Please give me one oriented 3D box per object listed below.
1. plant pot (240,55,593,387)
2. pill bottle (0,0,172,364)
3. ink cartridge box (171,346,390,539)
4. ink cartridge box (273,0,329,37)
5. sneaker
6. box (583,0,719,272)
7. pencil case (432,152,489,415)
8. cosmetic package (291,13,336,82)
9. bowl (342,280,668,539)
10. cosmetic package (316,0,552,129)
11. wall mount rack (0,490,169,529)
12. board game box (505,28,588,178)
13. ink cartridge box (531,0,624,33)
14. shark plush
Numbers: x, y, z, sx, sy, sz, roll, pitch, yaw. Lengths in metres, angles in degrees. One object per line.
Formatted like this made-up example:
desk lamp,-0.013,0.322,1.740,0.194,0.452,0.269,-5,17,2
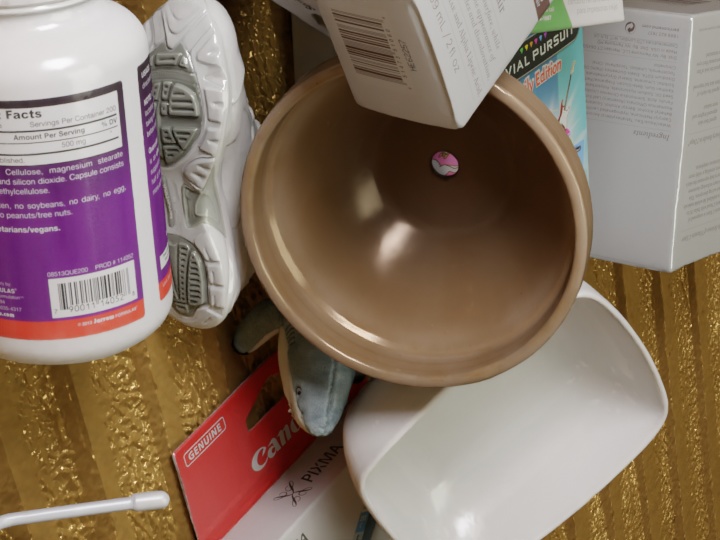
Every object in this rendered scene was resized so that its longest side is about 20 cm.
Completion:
plant pot,0.039,-0.043,1.142,0.093,0.199,0.203,-57,146,-58
pill bottle,-0.157,-0.062,1.015,0.112,0.112,0.202,-31,126,-48
ink cartridge box,-0.034,0.137,1.334,0.200,0.044,0.178,-45,137,-40
ink cartridge box,0.030,-0.225,1.114,0.145,0.087,0.202,24,84,-57
sneaker,-0.088,-0.073,1.166,0.099,0.077,0.202,-44,144,-49
box,0.242,-0.115,1.609,0.152,0.106,0.202,-16,114,-54
pencil case,0.068,0.004,1.312,0.083,0.086,0.201,-102,-168,-48
cosmetic package,0.000,-0.082,1.303,0.082,0.050,0.202,-33,128,-51
bowl,0.086,0.090,1.284,0.200,0.075,0.200,-39,140,0
cosmetic package,0.061,-0.179,1.034,0.201,0.074,0.102,-54,142,-26
wall mount rack,-0.183,0.200,1.099,0.173,0.074,0.202,-26,123,-51
board game box,0.110,-0.097,1.470,0.151,0.047,0.202,-36,130,-46
ink cartridge box,0.097,-0.257,1.322,0.145,0.084,0.202,-15,103,-50
shark plush,0.000,0.000,1.239,0.090,0.083,0.201,27,94,-15
